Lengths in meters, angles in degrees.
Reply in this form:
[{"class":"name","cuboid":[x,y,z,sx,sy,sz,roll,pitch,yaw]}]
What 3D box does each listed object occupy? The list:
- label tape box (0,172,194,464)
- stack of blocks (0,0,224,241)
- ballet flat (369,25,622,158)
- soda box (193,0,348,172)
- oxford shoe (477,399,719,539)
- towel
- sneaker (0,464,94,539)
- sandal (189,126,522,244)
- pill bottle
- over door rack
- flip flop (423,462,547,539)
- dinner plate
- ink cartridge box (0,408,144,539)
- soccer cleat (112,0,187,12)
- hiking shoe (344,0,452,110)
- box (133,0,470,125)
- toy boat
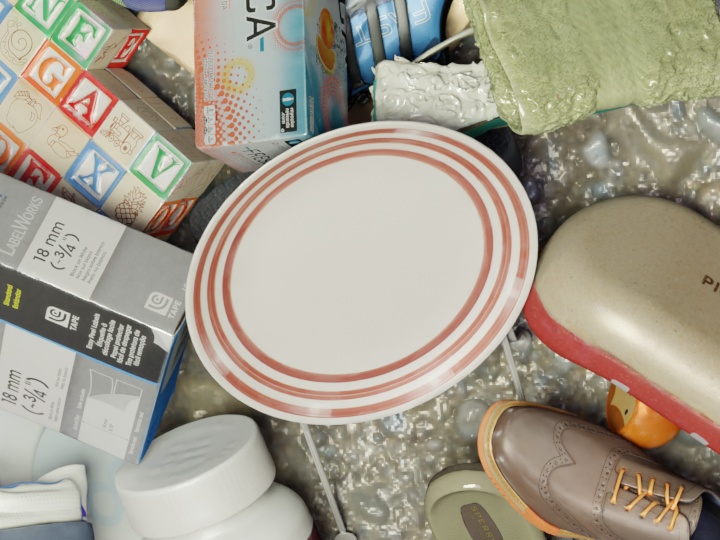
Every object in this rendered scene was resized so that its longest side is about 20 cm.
[{"class":"label tape box","cuboid":[-0.196,0.016,1.357,0.199,0.063,0.144,23,143,1]},{"class":"stack of blocks","cuboid":[-0.176,-0.105,1.399,0.200,0.059,0.115,41,106,11]},{"class":"ballet flat","cuboid":[0.094,-0.113,1.333,0.199,0.072,0.072,-15,100,-24]},{"class":"soda box","cuboid":[-0.049,-0.158,1.299,0.068,0.064,0.201,-5,79,21]},{"class":"oxford shoe","cuboid":[0.155,0.126,1.365,0.200,0.073,0.072,29,68,-26]},{"class":"towel","cuboid":[0.116,-0.174,1.310,0.148,0.037,0.201,-12,71,-16]},{"class":"sneaker","cuboid":[-0.157,0.187,1.366,0.199,0.081,0.147,23,71,-16]},{"class":"sandal","cuboid":[-0.003,-0.035,1.380,0.199,0.076,0.043,-11,128,13]},{"class":"pill bottle","cuboid":[-0.068,0.194,1.417,0.109,0.110,0.201,-17,109,12]},{"class":"over door rack","cuboid":[0.035,0.089,1.425,0.147,0.067,0.201,-11,113,11]},{"class":"flip flop","cuboid":[0.097,0.196,1.401,0.081,0.058,0.200,-19,123,16]},{"class":"dinner plate","cuboid":[0.000,0.000,1.311,0.199,0.024,0.201,-9,126,-13]},{"class":"ink cartridge box","cuboid":[-0.220,0.136,1.410,0.160,0.200,0.047,53,140,-4]},{"class":"soccer cleat","cuboid":[-0.117,-0.249,1.369,0.083,0.065,0.201,10,94,7]},{"class":"hiking shoe","cuboid":[0.006,-0.125,1.353,0.087,0.074,0.200,35,105,2]},{"class":"box","cuboid":[-0.015,-0.172,1.398,0.163,0.021,0.200,39,105,0]},{"class":"toy boat","cuboid":[0.179,0.053,1.373,0.200,0.131,0.131,34,133,2]}]
